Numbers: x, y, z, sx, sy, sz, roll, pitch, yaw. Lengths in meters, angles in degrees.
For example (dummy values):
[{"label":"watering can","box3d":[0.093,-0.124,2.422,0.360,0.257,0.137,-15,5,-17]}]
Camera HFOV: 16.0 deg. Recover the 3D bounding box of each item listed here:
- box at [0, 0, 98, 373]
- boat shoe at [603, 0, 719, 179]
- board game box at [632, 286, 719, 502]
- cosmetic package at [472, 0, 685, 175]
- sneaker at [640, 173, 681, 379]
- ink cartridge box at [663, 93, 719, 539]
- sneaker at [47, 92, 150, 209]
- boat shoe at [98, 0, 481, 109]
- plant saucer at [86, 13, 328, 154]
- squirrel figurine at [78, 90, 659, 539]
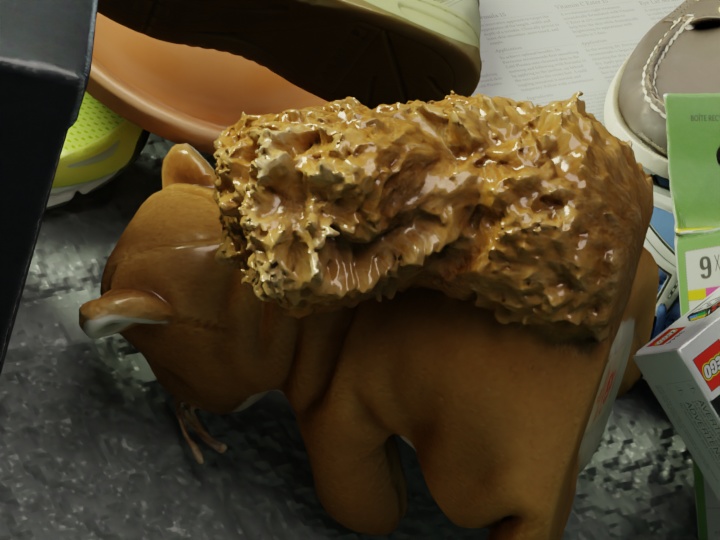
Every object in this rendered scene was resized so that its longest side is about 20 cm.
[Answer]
[{"label":"box","box3d":[-0.201,-0.050,0.847,0.199,0.197,0.118,12,45,-12]},{"label":"boat shoe","box3d":[0.165,-0.096,1.055,0.072,0.060,0.200,40,40,13]},{"label":"board game box","box3d":[0.205,0.027,0.915,0.200,0.035,0.126,-36,99,-22]},{"label":"cosmetic package","box3d":[0.087,-0.075,1.089,0.199,0.052,0.151,-10,56,-29]},{"label":"sneaker","box3d":[0.139,0.016,1.009,0.199,0.076,0.077,4,44,-17]},{"label":"ink cartridge box","box3d":[0.178,0.029,0.955,0.103,0.059,0.201,-3,85,-24]},{"label":"sneaker","box3d":[-0.172,-0.087,0.968,0.199,0.090,0.078,16,44,-10]},{"label":"boat shoe","box3d":[-0.043,-0.122,0.941,0.200,0.073,0.063,22,50,-19]},{"label":"plant saucer","box3d":[-0.056,-0.127,1.002,0.199,0.037,0.201,13,58,-21]},{"label":"squirrel figurine","box3d":[0.000,0.000,0.889,0.186,0.200,0.142,19,53,13]}]
